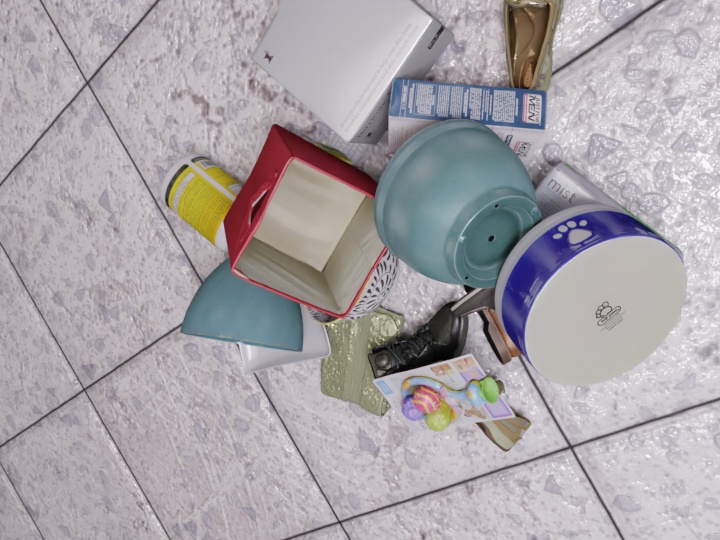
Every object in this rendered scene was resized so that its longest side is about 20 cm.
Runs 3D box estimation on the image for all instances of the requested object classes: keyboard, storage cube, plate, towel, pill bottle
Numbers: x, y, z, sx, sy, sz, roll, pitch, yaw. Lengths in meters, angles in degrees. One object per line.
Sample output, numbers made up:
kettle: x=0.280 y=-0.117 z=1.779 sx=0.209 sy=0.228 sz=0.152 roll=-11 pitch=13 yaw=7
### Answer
keyboard: x=-0.011 y=-0.214 z=0.942 sx=0.056 sy=0.011 sz=0.201 roll=40 pitch=118 yaw=11
storage cube: x=-0.072 y=-0.071 z=0.817 sx=0.199 sy=0.180 sz=0.172 roll=23 pitch=107 yaw=-26
plate: x=-0.149 y=0.072 z=1.063 sx=0.198 sy=0.032 sz=0.202 roll=-16 pitch=86 yaw=29
towel: x=-0.003 y=0.148 z=1.026 sx=0.147 sy=0.036 sz=0.202 roll=16 pitch=111 yaw=23
pill bottle: x=-0.243 y=-0.105 z=1.027 sx=0.199 sy=0.112 sz=0.113 roll=38 pitch=117 yaw=12

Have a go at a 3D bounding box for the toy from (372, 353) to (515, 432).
toy: x=0.108 y=0.194 z=0.848 sx=0.199 sy=0.047 sz=0.116 roll=-26 pitch=106 yaw=41

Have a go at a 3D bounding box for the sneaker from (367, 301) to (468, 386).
sneaker: x=0.087 y=0.129 z=0.929 sx=0.200 sy=0.113 sz=0.077 roll=-56 pitch=39 yaw=28

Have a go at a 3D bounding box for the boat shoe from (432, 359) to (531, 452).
boat shoe: x=0.190 y=0.194 z=0.911 sx=0.076 sy=0.072 sz=0.200 roll=-43 pitch=113 yaw=9

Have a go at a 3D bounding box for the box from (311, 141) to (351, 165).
box: x=-0.081 y=-0.099 z=0.948 sx=0.075 sy=0.050 sz=0.202 roll=50 pitch=123 yaw=55

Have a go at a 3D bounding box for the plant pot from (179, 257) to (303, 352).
plant pot: x=-0.182 y=0.052 z=0.966 sx=0.198 sy=0.200 sz=0.136 roll=4 pitch=78 yaw=25

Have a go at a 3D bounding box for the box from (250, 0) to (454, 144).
box: x=-0.011 y=-0.318 z=0.835 sx=0.200 sy=0.131 sz=0.199 roll=43 pitch=113 yaw=10

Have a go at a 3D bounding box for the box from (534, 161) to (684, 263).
box: x=0.293 y=-0.017 z=0.800 sx=0.200 sy=0.097 sz=0.177 roll=40 pitch=117 yaw=11

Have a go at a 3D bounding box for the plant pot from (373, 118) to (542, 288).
plant pot: x=0.132 y=-0.062 z=0.707 sx=0.134 sy=0.199 sz=0.202 roll=54 pitch=129 yaw=50

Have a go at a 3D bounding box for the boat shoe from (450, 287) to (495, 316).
boat shoe: x=0.206 y=0.019 z=0.763 sx=0.200 sy=0.067 sz=0.057 roll=-37 pitch=83 yaw=29

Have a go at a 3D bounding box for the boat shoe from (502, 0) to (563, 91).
boat shoe: x=0.224 y=-0.324 z=0.766 sx=0.073 sy=0.063 sz=0.202 roll=2 pitch=105 yaw=26

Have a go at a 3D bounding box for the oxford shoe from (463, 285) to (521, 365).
oxford shoe: x=0.201 y=0.036 z=0.889 sx=0.071 sy=0.071 sz=0.201 roll=-26 pitch=92 yaw=2

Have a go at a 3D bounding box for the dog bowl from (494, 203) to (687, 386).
dog bowl: x=0.261 y=0.031 z=0.672 sx=0.198 sy=0.079 sz=0.202 roll=-6 pitch=120 yaw=-11

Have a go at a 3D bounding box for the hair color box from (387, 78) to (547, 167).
hair color box: x=0.137 y=-0.196 z=0.785 sx=0.198 sy=0.100 sz=0.061 roll=7 pitch=74 yaw=4

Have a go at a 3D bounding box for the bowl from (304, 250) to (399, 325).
bowl: x=0.000 y=0.000 z=0.930 sx=0.200 sy=0.094 sz=0.203 roll=-33 pitch=46 yaw=43
